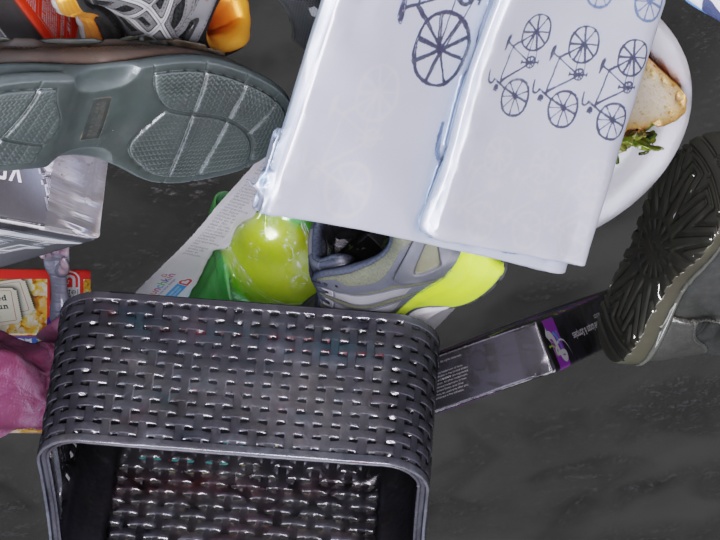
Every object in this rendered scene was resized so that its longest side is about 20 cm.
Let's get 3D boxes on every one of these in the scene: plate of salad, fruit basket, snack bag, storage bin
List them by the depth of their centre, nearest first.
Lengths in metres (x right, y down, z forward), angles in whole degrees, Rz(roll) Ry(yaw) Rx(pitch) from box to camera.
[{"bbox_3d":[0.055,-0.100,1.307,0.199,0.189,0.021,11,-169,-36],"label":"snack bag"},{"bbox_3d":[0.077,-0.071,1.446,0.199,0.048,0.200,-6,136,-5],"label":"plate of salad"},{"bbox_3d":[-0.061,0.090,1.451,0.199,0.094,0.135,4,146,1],"label":"storage bin"},{"bbox_3d":[-0.003,-0.023,1.563,0.185,0.094,0.200,13,133,-31],"label":"fruit basket"}]

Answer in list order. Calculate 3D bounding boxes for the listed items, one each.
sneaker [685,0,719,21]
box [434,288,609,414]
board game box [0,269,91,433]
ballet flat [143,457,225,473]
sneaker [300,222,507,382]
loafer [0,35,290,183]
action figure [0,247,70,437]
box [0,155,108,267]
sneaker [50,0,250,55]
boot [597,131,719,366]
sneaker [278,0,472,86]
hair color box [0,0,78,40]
[{"bbox_3d":[0.234,-0.123,1.388,0.082,0.074,0.200,-20,142,33],"label":"sneaker"},{"bbox_3d":[0.073,0.055,1.648,0.143,0.036,0.200,-21,177,20],"label":"box"},{"bbox_3d":[-0.265,0.052,1.695,0.199,0.046,0.152,0,153,-8],"label":"board game box"},{"bbox_3d":[-0.061,0.083,1.774,0.200,0.071,0.071,-20,149,33],"label":"ballet flat"},{"bbox_3d":[0.000,0.000,1.453,0.081,0.074,0.200,18,142,-25],"label":"sneaker"},{"bbox_3d":[-0.121,-0.086,1.288,0.200,0.063,0.072,0,131,-42],"label":"loafer"},{"bbox_3d":[-0.176,0.071,1.569,0.199,0.134,0.149,8,111,-27],"label":"action figure"},{"bbox_3d":[-0.240,-0.041,1.444,0.157,0.050,0.200,10,170,-26],"label":"box"},{"bbox_3d":[-0.103,-0.147,1.297,0.077,0.079,0.200,-7,164,6],"label":"sneaker"},{"bbox_3d":[0.254,-0.006,1.618,0.199,0.073,0.182,4,138,-24],"label":"boot"},{"bbox_3d":[0.015,-0.125,1.351,0.084,0.075,0.200,-9,137,35],"label":"sneaker"},{"bbox_3d":[-0.210,-0.150,1.285,0.101,0.061,0.200,-9,152,14],"label":"hair color box"}]
